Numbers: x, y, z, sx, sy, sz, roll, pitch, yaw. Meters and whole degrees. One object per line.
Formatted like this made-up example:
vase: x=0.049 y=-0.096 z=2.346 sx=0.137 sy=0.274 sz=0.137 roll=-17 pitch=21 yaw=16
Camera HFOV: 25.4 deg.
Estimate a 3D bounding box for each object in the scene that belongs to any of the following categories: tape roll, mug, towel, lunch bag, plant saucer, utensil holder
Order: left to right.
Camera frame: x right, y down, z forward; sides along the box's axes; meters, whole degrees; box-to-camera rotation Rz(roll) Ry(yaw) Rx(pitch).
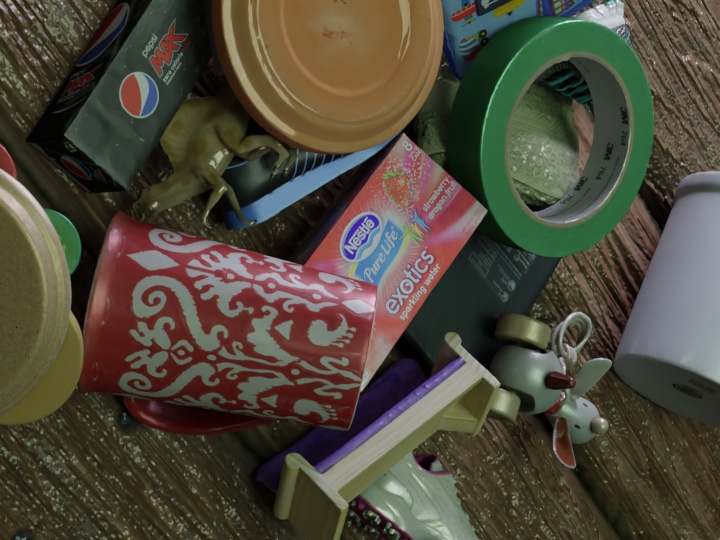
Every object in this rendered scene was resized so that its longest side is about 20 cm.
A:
mug: x=-0.095 y=0.048 z=1.182 sx=0.198 sy=0.178 sz=0.135 roll=11 pitch=74 yaw=-2
plant saucer: x=-0.018 y=-0.189 z=1.202 sx=0.198 sy=0.032 sz=0.203 roll=0 pitch=90 yaw=-34
towel: x=0.123 y=-0.132 z=1.424 sx=0.198 sy=0.036 sz=0.150 roll=15 pitch=57 yaw=-36
lunch bag: x=0.121 y=-0.267 z=1.348 sx=0.200 sy=0.094 sz=0.151 roll=-39 pitch=143 yaw=-17
tape roll: x=0.165 y=-0.114 z=1.368 sx=0.199 sy=0.048 sz=0.203 roll=-11 pitch=109 yaw=-33
utensil holder: x=0.355 y=0.033 z=1.566 sx=0.169 sy=0.169 sz=0.202 roll=36 pitch=72 yaw=-33

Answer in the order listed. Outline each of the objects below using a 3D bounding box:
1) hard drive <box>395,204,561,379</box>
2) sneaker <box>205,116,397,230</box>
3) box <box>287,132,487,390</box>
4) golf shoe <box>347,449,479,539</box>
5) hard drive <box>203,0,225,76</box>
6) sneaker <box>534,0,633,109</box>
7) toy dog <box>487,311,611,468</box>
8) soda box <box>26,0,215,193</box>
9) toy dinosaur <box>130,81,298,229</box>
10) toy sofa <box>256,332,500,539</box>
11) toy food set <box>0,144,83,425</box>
hard drive: x=0.101 y=0.004 z=1.443 sx=0.140 sy=0.033 sz=0.201 roll=49 pitch=62 yaw=-29
sneaker: x=-0.043 y=-0.113 z=1.292 sx=0.199 sy=0.070 sz=0.078 roll=-35 pitch=113 yaw=-24
box: x=0.000 y=0.000 z=1.307 sx=0.102 sy=0.095 sz=0.201 roll=41 pitch=65 yaw=-9
golf shoe: x=0.069 y=0.218 z=1.399 sx=0.200 sy=0.075 sz=0.092 roll=43 pitch=62 yaw=-32
hard drive: x=-0.058 y=-0.252 z=1.220 sx=0.134 sy=0.042 sz=0.203 roll=-5 pitch=91 yaw=-32
sneaker: x=0.204 y=-0.186 z=1.460 sx=0.199 sy=0.077 sz=0.092 roll=-27 pitch=92 yaw=-50
toy dog: x=0.182 y=0.110 z=1.444 sx=0.199 sy=0.096 sz=0.134 roll=3 pitch=99 yaw=-50
soda box: x=-0.164 y=-0.158 z=1.207 sx=0.071 sy=0.063 sz=0.201 roll=42 pitch=65 yaw=-30
toy dinosaur: x=-0.099 y=-0.102 z=1.214 sx=0.100 sy=0.058 sz=0.201 roll=30 pitch=75 yaw=4
toy sofa: x=0.012 y=0.132 z=1.314 sx=0.199 sy=0.083 sz=0.098 roll=-35 pitch=67 yaw=-31
toy food set: x=-0.284 y=0.010 z=1.069 sx=0.197 sy=0.049 sz=0.200 roll=-2 pitch=101 yaw=1
